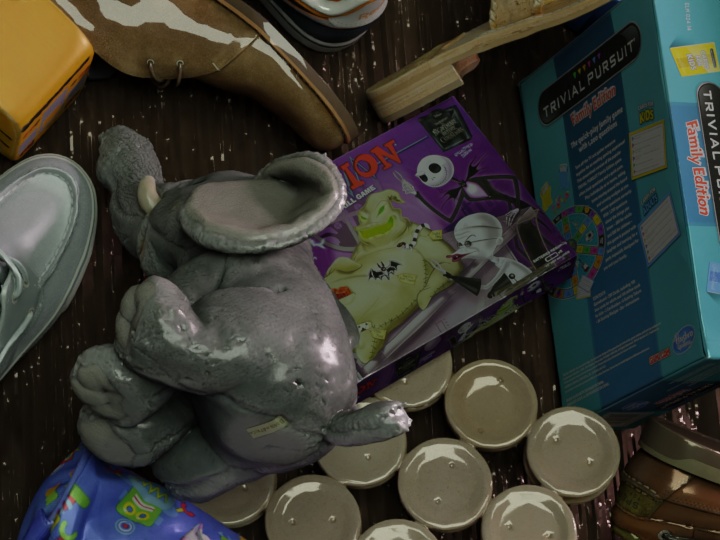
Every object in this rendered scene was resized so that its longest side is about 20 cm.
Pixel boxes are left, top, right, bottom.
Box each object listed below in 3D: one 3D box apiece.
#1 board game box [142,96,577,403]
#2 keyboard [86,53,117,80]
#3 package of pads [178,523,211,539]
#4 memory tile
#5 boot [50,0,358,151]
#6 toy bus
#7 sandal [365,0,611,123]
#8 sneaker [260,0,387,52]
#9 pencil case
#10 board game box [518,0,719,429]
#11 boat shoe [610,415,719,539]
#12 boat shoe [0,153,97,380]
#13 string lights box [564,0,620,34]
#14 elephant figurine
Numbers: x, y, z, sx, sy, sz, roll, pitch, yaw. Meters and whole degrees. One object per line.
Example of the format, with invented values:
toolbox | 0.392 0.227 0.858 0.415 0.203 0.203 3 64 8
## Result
board game box | 0.000 0.000 1.186 0.199 0.032 0.120 -30 63 -18
keyboard | -0.126 -0.210 1.242 0.127 0.021 0.200 40 68 0
package of pads | -0.105 0.227 1.038 0.200 0.076 0.121 -44 87 12
memory tile | 0.021 0.101 1.166 0.199 0.017 0.154 27 68 9
boot | -0.090 -0.119 1.198 0.200 0.074 0.076 39 81 -6
toy bus | -0.233 -0.151 1.165 0.200 0.078 0.065 40 69 0
sandal | 0.084 -0.158 1.202 0.211 0.078 0.070 -29 98 15
sneaker | -0.062 -0.204 1.212 0.200 0.079 0.079 38 70 -8
pencil case | -0.076 0.164 1.106 0.199 0.087 0.078 31 105 -2
board game box | 0.148 -0.031 1.183 0.047 0.151 0.202 1 73 -24
boat shoe | 0.224 0.144 1.203 0.199 0.072 0.068 24 95 -12
boat shoe | -0.192 0.020 1.127 0.070 0.072 0.201 33 69 -2
string lights box | 0.107 -0.211 1.279 0.199 0.059 0.103 30 69 -3
elephant figurine | -0.059 0.001 1.104 0.155 0.141 0.201 32 44 -17
